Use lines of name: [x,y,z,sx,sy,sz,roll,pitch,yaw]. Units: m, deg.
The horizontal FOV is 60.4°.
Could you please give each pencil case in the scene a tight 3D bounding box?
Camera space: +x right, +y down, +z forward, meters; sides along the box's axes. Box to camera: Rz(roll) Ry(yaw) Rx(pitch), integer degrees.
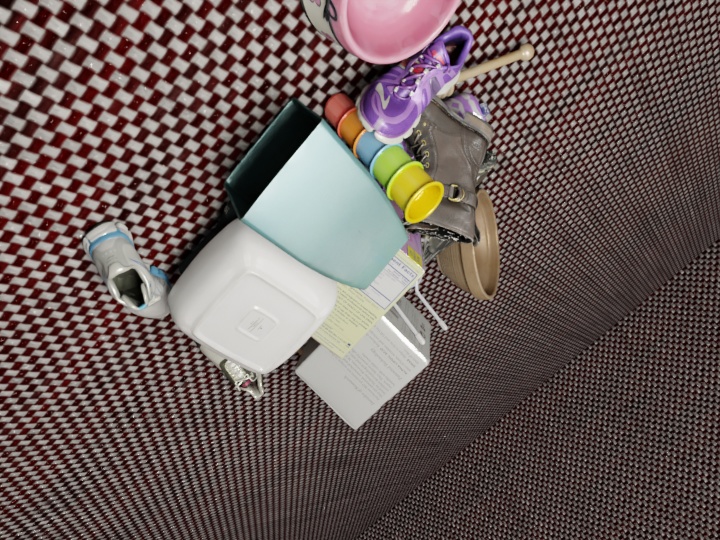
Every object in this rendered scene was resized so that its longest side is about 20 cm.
pencil case: [0.092,-0.188,0.907,0.196,0.088,0.084,-25,-173,-11]

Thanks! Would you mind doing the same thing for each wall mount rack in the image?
wall mount rack: [0.103,0.034,1.141,0.073,0.180,0.198,-1,-173,30]

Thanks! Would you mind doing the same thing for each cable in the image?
cable: [0.113,-0.042,1.046,0.200,0.051,0.096,-47,153,19]

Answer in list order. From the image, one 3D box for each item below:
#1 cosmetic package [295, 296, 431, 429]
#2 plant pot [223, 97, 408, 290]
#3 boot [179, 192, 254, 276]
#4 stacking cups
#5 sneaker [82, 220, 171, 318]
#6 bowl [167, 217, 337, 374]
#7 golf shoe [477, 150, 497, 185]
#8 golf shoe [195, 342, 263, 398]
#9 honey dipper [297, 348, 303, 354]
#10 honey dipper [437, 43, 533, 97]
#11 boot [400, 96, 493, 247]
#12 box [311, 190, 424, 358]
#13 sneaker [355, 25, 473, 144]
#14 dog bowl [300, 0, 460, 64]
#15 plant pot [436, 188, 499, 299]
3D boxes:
cosmetic package: [0.010,0.143,1.159,0.200,0.165,0.165,-45,-173,20]
plant pot: [-0.044,-0.080,0.770,0.142,0.142,0.199,-47,122,4]
boot: [-0.143,-0.016,0.896,0.197,0.077,0.169,26,116,-34]
stacking cups: [0.022,-0.146,0.776,0.060,0.201,0.061,-28,149,-20]
sneaker: [-0.299,0.028,0.822,0.074,0.088,0.201,-30,151,-8]
bowl: [-0.142,0.050,0.843,0.200,0.075,0.198,-43,122,17]
golf shoe: [0.139,-0.147,1.023,0.195,0.079,0.096,-16,147,-27]
golf shoe: [-0.218,0.158,1.091,0.076,0.089,0.201,-31,149,1]
honey dipper: [-0.134,0.146,1.216,0.037,0.038,0.201,-33,155,-1]
honey dipper: [0.167,-0.283,0.877,0.196,0.038,0.038,-23,149,-18]
boot: [0.083,-0.135,0.811,0.195,0.179,0.069,19,163,-3]
box: [0.000,0.000,0.976,0.096,0.177,0.200,37,114,-16]
sneaker: [0.067,-0.236,0.749,0.201,0.080,0.083,-50,-178,-26]
dog bowl: [0.034,-0.320,0.672,0.196,0.075,0.202,-25,150,-16]
plant pot: [0.197,-0.047,1.165,0.090,0.207,0.200,-3,161,25]
